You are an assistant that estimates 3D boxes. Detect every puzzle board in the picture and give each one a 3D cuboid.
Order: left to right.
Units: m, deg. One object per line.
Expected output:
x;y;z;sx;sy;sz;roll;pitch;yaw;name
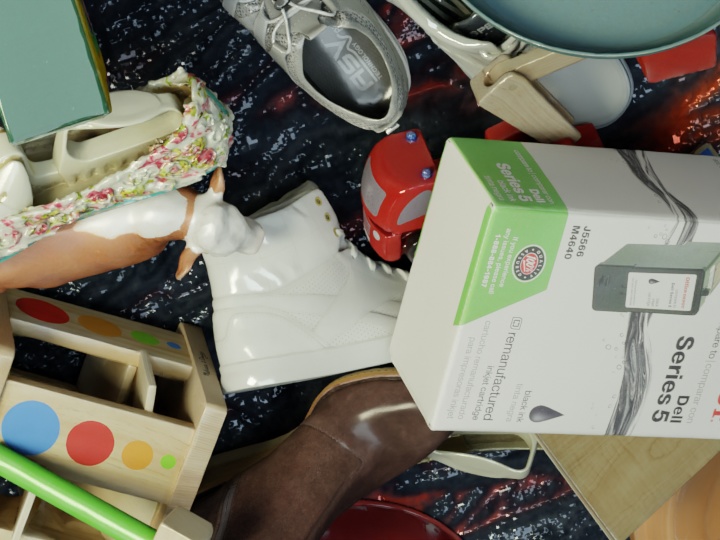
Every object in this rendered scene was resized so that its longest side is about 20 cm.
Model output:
0.178;0.042;1.659;0.200;0.017;0.151;-41;102;-18;puzzle board

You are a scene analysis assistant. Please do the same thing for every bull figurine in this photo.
-0.156;-0.025;1.553;0.199;0.121;0.065;-6;96;-6;bull figurine

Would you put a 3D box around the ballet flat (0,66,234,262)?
-0.164;-0.059;1.483;0.199;0.076;0.064;-24;145;-9;ballet flat

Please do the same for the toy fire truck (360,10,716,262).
0.097;-0.083;1.567;0.199;0.049;0.141;-13;140;-10;toy fire truck

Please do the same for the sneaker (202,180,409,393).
0.000;0.000;1.623;0.199;0.074;0.116;-9;85;-33;sneaker

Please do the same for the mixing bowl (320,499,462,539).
-0.001;0.254;1.706;0.199;0.108;0.201;-4;113;-9;mixing bowl

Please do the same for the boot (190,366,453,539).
-0.033;0.148;1.596;0.200;0.167;0.072;-24;120;26;boot

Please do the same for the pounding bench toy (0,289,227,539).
-0.170;0.103;1.563;0.155;0.200;0.125;17;108;-17;pounding bench toy

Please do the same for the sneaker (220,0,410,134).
-0.036;-0.156;1.551;0.075;0.082;0.200;-44;112;8;sneaker

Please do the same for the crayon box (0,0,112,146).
-0.183;-0.166;1.439;0.058;0.200;0.173;-18;102;-4;crayon box

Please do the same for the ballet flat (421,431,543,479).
0.114;0.096;1.682;0.199;0.070;0.070;1;111;-4;ballet flat

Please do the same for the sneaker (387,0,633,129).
0.078;-0.136;1.586;0.200;0.071;0.073;31;103;-22;sneaker

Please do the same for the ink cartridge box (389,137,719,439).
0.134;0.012;1.559;0.199;0.084;0.146;3;119;-21;ink cartridge box

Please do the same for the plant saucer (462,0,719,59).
0.130;-0.195;1.531;0.199;0.201;0.027;-10;151;-7;plant saucer

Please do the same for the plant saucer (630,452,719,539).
0.269;0.146;1.756;0.199;0.032;0.201;-4;112;-10;plant saucer
